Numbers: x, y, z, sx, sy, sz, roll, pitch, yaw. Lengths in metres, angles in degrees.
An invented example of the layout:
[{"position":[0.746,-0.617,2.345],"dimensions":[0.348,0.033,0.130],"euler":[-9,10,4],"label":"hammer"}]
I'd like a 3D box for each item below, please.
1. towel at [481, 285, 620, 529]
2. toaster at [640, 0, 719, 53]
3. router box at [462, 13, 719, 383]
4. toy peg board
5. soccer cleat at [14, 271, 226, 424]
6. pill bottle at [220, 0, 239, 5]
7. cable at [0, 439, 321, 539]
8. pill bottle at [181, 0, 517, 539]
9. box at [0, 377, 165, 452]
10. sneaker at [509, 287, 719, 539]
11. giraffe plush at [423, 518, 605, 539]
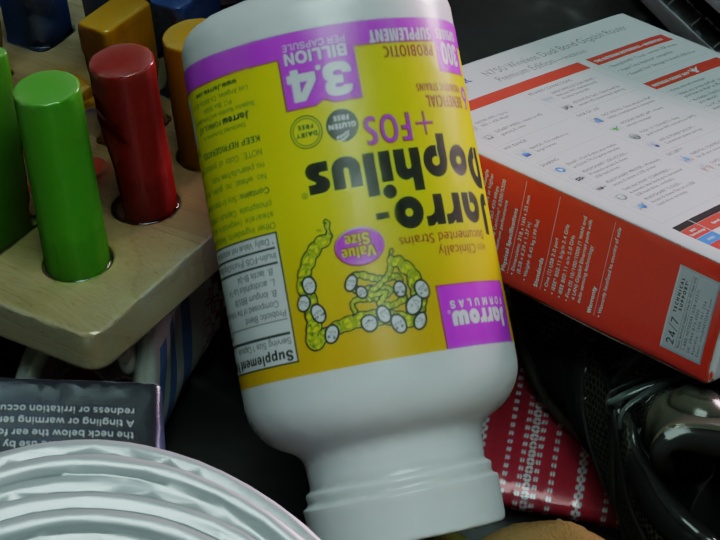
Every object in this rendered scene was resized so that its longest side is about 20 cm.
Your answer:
[{"position":[0.115,0.046,0.988],"dimensions":[0.199,0.023,0.145],"euler":[11,58,3],"label":"towel"},{"position":[0.205,-0.162,1.079],"dimensions":[0.129,0.114,0.200],"euler":[-28,58,-20],"label":"toaster"},{"position":[0.125,-0.038,0.955],"dimensions":[0.179,0.049,0.200],"euler":[27,31,31],"label":"router box"},{"position":[-0.126,-0.079,0.942],"dimensions":[0.199,0.098,0.199],"euler":[19,43,30],"label":"toy peg board"},{"position":[-0.094,0.017,0.944],"dimensions":[0.069,0.086,0.201],"euler":[14,56,3],"label":"soccer cleat"},{"position":[-0.066,-0.212,1.030],"dimensions":[0.112,0.200,0.113],"euler":[3,56,-5],"label":"pill bottle"},{"position":[-0.079,0.143,0.635],"dimensions":[0.199,0.069,0.200],"euler":[-27,66,-23],"label":"cable"},{"position":[0.000,0.000,0.856],"dimensions":[0.104,0.104,0.201],"euler":[-10,86,-13],"label":"pill bottle"},{"position":[-0.126,0.170,0.774],"dimensions":[0.123,0.200,0.199],"euler":[2,57,-5],"label":"box"},{"position":[0.119,0.046,0.912],"dimensions":[0.076,0.114,0.200],"euler":[-12,59,-12],"label":"sneaker"},{"position":[0.056,0.159,0.821],"dimensions":[0.172,0.162,0.200],"euler":[-19,60,-18],"label":"giraffe plush"}]
